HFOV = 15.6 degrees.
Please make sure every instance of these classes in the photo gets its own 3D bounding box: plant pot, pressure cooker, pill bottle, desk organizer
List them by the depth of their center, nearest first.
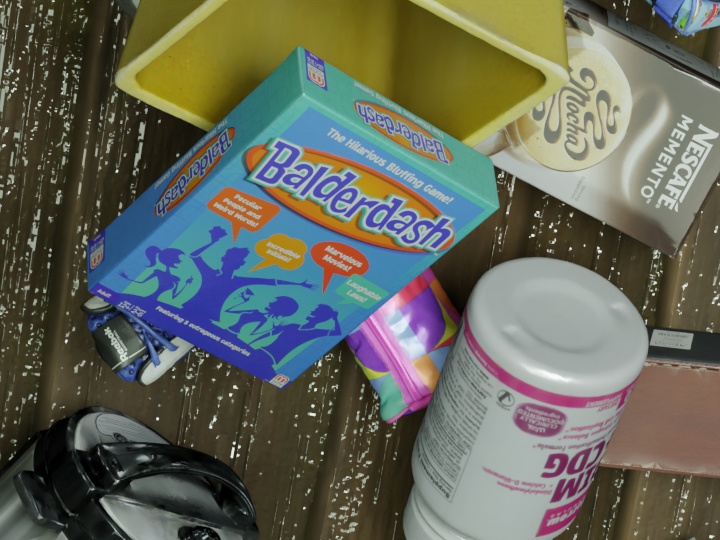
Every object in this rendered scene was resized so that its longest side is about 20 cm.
[{"bbox_3d":[-0.002,-0.190,1.546,0.195,0.200,0.194,26,143,-27],"label":"plant pot"},{"bbox_3d":[0.097,0.099,1.632,0.113,0.113,0.200,21,130,4],"label":"pill bottle"},{"bbox_3d":[0.244,0.088,1.684,0.200,0.072,0.077,6,106,8],"label":"desk organizer"},{"bbox_3d":[-0.167,0.189,1.717,0.179,0.176,0.200,43,109,-6],"label":"pressure cooker"}]

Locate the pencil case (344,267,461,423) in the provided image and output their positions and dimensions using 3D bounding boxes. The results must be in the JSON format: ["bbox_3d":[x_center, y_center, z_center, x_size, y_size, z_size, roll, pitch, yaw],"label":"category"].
[{"bbox_3d":[0.000,0.000,1.695,0.088,0.088,0.200,-32,97,14],"label":"pencil case"}]

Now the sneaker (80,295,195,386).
[{"bbox_3d":[-0.107,0.019,1.656,0.081,0.115,0.199,53,137,-3],"label":"sneaker"}]

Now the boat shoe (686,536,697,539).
[{"bbox_3d":[0.231,0.274,1.726,0.061,0.072,0.201,-19,102,8],"label":"boat shoe"}]

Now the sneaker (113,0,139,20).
[{"bbox_3d":[-0.182,-0.230,1.690,0.082,0.077,0.200,-30,96,41],"label":"sneaker"}]

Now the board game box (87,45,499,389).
[{"bbox_3d":[-0.041,-0.026,1.539,0.152,0.045,0.200,28,126,-30],"label":"board game box"}]

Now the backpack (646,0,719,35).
[{"bbox_3d":[0.185,-0.257,1.564,0.200,0.183,0.135,43,123,12],"label":"backpack"}]

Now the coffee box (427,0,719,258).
[{"bbox_3d":[0.137,-0.107,1.650,0.200,0.080,0.113,27,105,2],"label":"coffee box"}]
